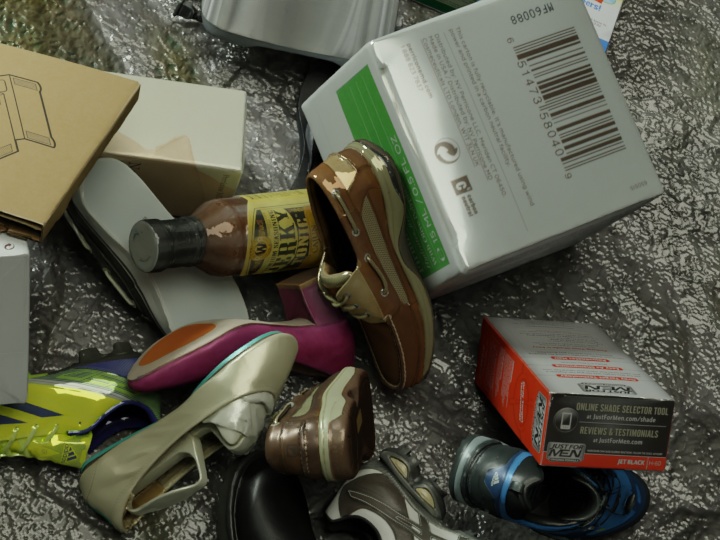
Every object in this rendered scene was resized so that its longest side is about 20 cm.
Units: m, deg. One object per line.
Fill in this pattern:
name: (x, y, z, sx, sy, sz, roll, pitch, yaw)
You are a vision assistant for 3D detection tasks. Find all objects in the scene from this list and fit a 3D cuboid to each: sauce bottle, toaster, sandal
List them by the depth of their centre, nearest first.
sauce bottle: (-0.088, -0.027, 1.690, 0.200, 0.065, 0.065, -10, 65, -39)
sandal: (-0.020, -0.101, 1.815, 0.076, 0.043, 0.201, 13, 61, -8)
toaster: (-0.051, -0.257, 1.825, 0.199, 0.129, 0.114, 11, 31, -8)

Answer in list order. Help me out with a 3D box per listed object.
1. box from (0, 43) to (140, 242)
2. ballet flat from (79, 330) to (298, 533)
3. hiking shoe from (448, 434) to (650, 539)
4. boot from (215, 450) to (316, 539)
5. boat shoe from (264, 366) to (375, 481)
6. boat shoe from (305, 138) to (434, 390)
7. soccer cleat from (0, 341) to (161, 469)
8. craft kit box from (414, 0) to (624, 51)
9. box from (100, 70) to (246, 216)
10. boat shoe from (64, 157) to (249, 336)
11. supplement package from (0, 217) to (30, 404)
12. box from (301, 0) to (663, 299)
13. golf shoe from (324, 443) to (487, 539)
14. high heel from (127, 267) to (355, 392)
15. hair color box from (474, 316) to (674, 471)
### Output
box: (-0.271, -0.103, 1.583, 0.163, 0.021, 0.200, 17, 38, 6)
ballet flat: (-0.118, 0.126, 1.627, 0.200, 0.069, 0.070, -37, 75, 3)
hiking shoe: (0.159, 0.178, 1.660, 0.200, 0.087, 0.075, 11, 96, -40)
boot: (-0.016, 0.219, 1.582, 0.079, 0.158, 0.212, 16, 58, -52)
boat shoe: (-0.034, 0.114, 1.630, 0.075, 0.202, 0.075, -5, 91, 6)
boat shoe: (0.000, 0.000, 1.688, 0.074, 0.076, 0.201, -23, 109, -29)
soccer cleat: (-0.243, 0.116, 1.634, 0.200, 0.065, 0.084, -16, 74, -21)
craft kit box: (0.151, -0.297, 1.963, 0.200, 0.049, 0.198, 23, 62, -2)
box: (-0.196, -0.104, 1.743, 0.199, 0.095, 0.078, 7, 62, -10)
boat shoe: (-0.162, -0.003, 1.711, 0.071, 0.064, 0.200, -42, 103, -29)
supplement package: (-0.350, -0.011, 1.587, 0.191, 0.147, 0.200, -4, 39, -16)
box: (0.095, -0.100, 1.748, 0.200, 0.171, 0.200, -21, 85, -23)
golf shoe: (0.055, 0.231, 1.649, 0.094, 0.078, 0.200, -35, 65, -24)
high heel: (-0.088, 0.076, 1.680, 0.200, 0.067, 0.096, -28, 109, -38)
hair color box: (0.162, 0.093, 1.679, 0.101, 0.200, 0.061, 4, 103, -12)
